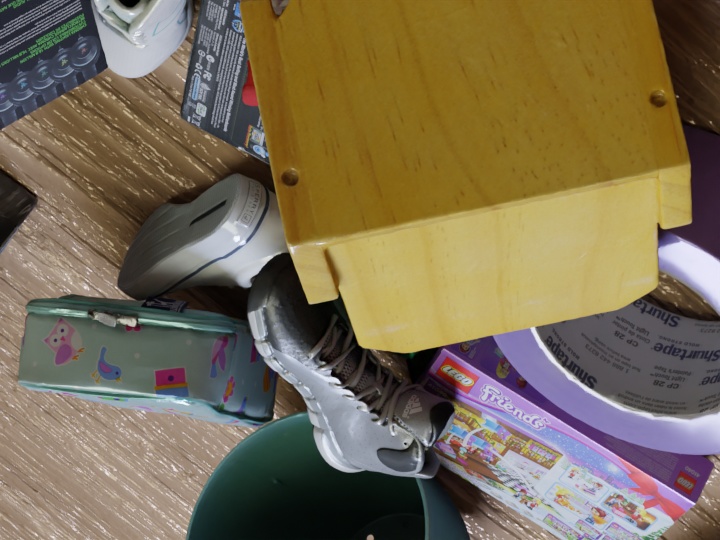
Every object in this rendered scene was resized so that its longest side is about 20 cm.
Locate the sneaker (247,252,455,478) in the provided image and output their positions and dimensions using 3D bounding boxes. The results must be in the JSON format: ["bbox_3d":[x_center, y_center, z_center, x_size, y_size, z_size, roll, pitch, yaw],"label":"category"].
[{"bbox_3d":[0.008,0.069,1.411,0.115,0.075,0.200,13,145,37],"label":"sneaker"}]

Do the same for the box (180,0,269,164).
[{"bbox_3d":[-0.008,-0.121,1.267,0.193,0.048,0.200,26,145,6],"label":"box"}]

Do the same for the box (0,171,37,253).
[{"bbox_3d":[-0.337,0.024,1.618,0.050,0.158,0.200,38,145,-7],"label":"box"}]

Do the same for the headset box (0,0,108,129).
[{"bbox_3d":[-0.248,-0.204,1.260,0.174,0.093,0.200,42,155,36],"label":"headset box"}]

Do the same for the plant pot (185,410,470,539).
[{"bbox_3d":[-0.005,0.223,1.570,0.201,0.201,0.161,9,164,32],"label":"plant pot"}]

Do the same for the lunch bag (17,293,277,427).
[{"bbox_3d":[-0.151,0.062,1.497,0.160,0.077,0.200,8,174,16],"label":"lunch bag"}]

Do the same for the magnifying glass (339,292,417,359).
[{"bbox_3d":[0.000,0.000,1.385,0.080,0.022,0.200,37,167,28],"label":"magnifying glass"}]

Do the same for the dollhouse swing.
[{"bbox_3d":[0.060,-0.065,1.103,0.200,0.182,0.176,-12,171,4],"label":"dollhouse swing"}]

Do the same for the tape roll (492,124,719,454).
[{"bbox_3d":[0.177,0.012,1.243,0.200,0.085,0.200,20,143,16],"label":"tape roll"}]

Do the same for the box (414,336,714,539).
[{"bbox_3d":[0.129,0.123,1.457,0.200,0.039,0.137,32,148,1],"label":"box"}]

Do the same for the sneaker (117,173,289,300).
[{"bbox_3d":[-0.105,-0.010,1.465,0.071,0.073,0.200,30,157,-23],"label":"sneaker"}]

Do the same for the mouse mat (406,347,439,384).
[{"bbox_3d":[0.091,0.041,1.425,0.161,0.008,0.200,13,142,27],"label":"mouse mat"}]

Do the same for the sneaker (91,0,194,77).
[{"bbox_3d":[-0.138,-0.173,1.278,0.070,0.080,0.200,31,148,0],"label":"sneaker"}]

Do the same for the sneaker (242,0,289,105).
[{"bbox_3d":[-0.010,-0.076,1.190,0.077,0.085,0.200,3,155,36],"label":"sneaker"}]
